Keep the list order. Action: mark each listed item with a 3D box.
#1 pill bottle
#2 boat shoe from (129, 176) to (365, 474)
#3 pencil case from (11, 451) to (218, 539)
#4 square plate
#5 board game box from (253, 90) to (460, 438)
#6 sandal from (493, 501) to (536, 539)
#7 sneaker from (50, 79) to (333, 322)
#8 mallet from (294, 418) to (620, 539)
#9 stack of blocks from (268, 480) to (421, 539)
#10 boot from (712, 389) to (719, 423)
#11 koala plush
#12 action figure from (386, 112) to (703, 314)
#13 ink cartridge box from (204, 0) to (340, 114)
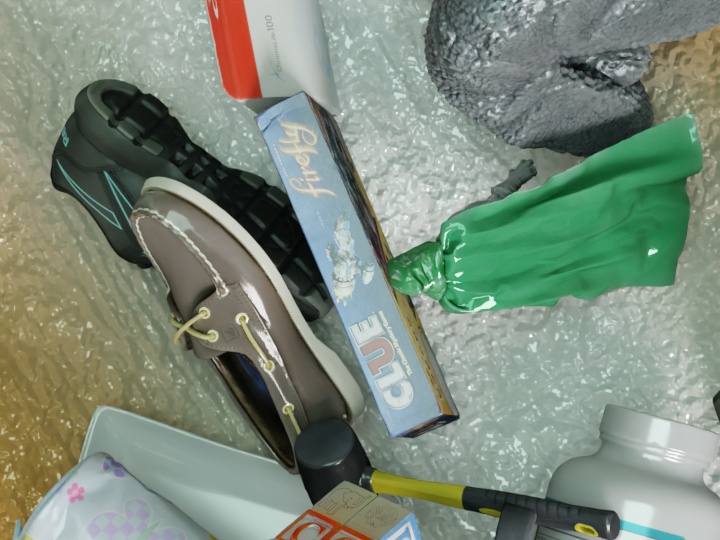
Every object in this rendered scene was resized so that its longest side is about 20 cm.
[{"bbox_3d":[0.150,0.183,1.568,0.110,0.111,0.201,16,87,7],"label":"pill bottle"},{"bbox_3d":[-0.074,0.033,1.582,0.060,0.072,0.200,-50,119,-26],"label":"boat shoe"},{"bbox_3d":[-0.110,0.196,1.579,0.200,0.083,0.091,40,71,8],"label":"pencil case"},{"bbox_3d":[-0.094,0.204,1.634,0.199,0.028,0.199,16,87,7],"label":"square plate"},{"bbox_3d":[0.000,0.000,1.584,0.034,0.135,0.201,-23,84,4],"label":"board game box"},{"bbox_3d":[0.065,0.196,1.550,0.043,0.201,0.076,14,49,4],"label":"sandal"},{"bbox_3d":[-0.102,-0.031,1.640,0.200,0.075,0.079,40,120,1],"label":"sneaker"},{"bbox_3d":[0.051,0.123,1.542,0.199,0.066,0.041,3,48,33],"label":"mallet"},{"bbox_3d":[-0.006,0.234,1.509,0.115,0.201,0.058,-37,38,-30],"label":"stack of blocks"},{"bbox_3d":[0.261,0.135,1.524,0.069,0.200,0.175,-13,77,-6],"label":"boot"},{"bbox_3d":[0.093,-0.192,1.570,0.178,0.183,0.201,-54,50,38],"label":"koala plush"},{"bbox_3d":[0.102,-0.021,1.560,0.199,0.055,0.119,-17,123,-28],"label":"action figure"},{"bbox_3d":[-0.060,-0.176,1.569,0.047,0.200,0.161,-11,85,6],"label":"ink cartridge box"}]
